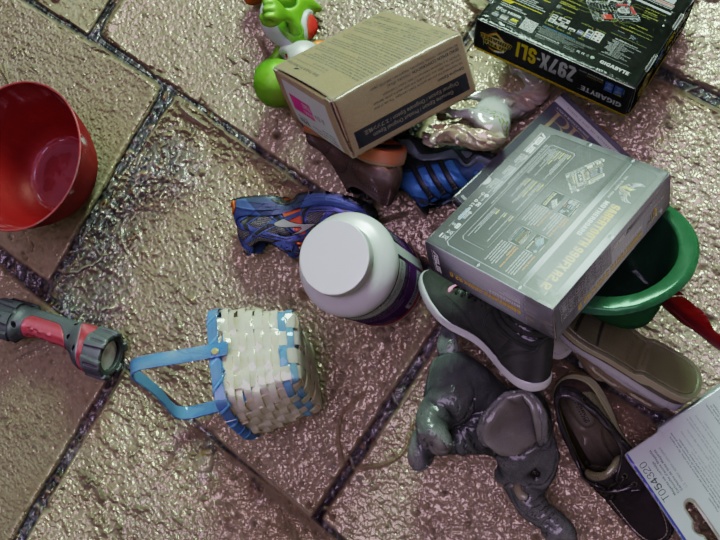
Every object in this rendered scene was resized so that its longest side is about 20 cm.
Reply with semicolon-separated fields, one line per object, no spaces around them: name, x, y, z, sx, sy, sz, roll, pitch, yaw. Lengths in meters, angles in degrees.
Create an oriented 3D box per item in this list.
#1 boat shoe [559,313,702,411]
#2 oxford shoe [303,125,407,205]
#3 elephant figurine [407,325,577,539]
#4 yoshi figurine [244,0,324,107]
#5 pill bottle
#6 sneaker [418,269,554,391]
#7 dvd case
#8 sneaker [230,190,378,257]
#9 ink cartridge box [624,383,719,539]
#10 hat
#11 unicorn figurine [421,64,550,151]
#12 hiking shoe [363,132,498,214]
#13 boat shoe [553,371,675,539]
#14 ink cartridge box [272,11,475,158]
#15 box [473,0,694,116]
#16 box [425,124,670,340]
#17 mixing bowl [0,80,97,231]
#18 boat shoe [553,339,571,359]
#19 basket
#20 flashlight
boat shoe;0.263;0.086;0.903;0.199;0.069;0.075;38;59;11
oxford shoe;-0.017;-0.132;1.005;0.200;0.070;0.074;37;126;55
elephant figurine;0.160;0.180;0.918;0.197;0.142;0.157;15;127;11
yoshi figurine;-0.110;-0.294;1.071;0.111;0.112;0.203;-26;78;28
pill bottle;0.000;0.000;0.941;0.111;0.200;0.115;-2;81;16
sneaker;0.140;0.030;0.901;0.200;0.070;0.100;43;138;38
dvd case;0.217;-0.089;0.925;0.149;0.016;0.200;45;69;7
sneaker;-0.069;-0.056;1.046;0.197;0.075;0.080;-2;91;25
ink cartridge box;0.401;0.218;0.852;0.198;0.043;0.198;-32;75;-3
hat;0.275;0.037;0.883;0.165;0.177;0.199;-40;48;-17
unicorn figurine;0.149;-0.190;0.974;0.135;0.074;0.202;4;49;16
hiking shoe;0.104;-0.106;0.999;0.197;0.074;0.088;15;95;28
boat shoe;0.262;0.207;0.887;0.073;0.065;0.201;-38;82;33
ink cartridge box;0.010;-0.219;0.955;0.163;0.076;0.200;-30;32;-10
box;0.251;-0.281;0.951;0.198;0.050;0.160;29;64;18
box;0.186;-0.047;0.830;0.157;0.049;0.200;30;65;35
mixing bowl;-0.436;-0.144;1.142;0.197;0.108;0.204;-2;83;17
boat shoe;0.179;0.009;0.956;0.072;0.060;0.204;-29;92;-22
basket;-0.152;0.126;0.992;0.197;0.177;0.141;-14;63;1
flashlight;-0.414;0.091;1.126;0.197;0.068;0.069;13;89;17
